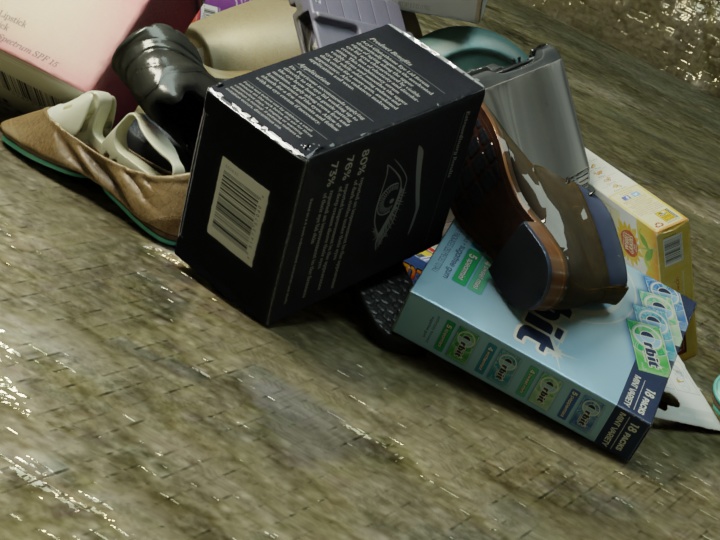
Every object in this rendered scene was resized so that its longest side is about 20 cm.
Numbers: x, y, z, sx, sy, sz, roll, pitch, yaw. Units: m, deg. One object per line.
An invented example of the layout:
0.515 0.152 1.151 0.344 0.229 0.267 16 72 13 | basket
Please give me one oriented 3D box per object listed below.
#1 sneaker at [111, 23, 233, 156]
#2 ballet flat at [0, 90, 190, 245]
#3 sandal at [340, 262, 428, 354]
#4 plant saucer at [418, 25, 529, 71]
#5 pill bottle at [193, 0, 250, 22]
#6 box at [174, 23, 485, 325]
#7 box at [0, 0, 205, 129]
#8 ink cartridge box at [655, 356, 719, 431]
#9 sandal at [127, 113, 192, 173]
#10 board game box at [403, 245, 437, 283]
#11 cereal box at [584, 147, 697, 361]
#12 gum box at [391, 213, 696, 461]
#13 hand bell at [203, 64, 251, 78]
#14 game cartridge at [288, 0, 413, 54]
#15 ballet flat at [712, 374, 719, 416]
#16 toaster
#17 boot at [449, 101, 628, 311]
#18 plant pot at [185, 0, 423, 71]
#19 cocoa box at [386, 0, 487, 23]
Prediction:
-0.109 -0.114 1.534 0.199 0.076 0.091 22 32 -41 | sneaker
-0.191 -0.093 1.496 0.199 0.073 0.068 32 19 29 | ballet flat
0.000 0.000 1.510 0.075 0.045 0.201 5 41 -27 | sandal
0.102 -0.122 1.779 0.199 0.202 0.027 15 -5 -27 | plant saucer
-0.143 -0.239 1.967 0.199 0.113 0.112 8 21 -43 | pill bottle
-0.021 -0.073 1.423 0.104 0.149 0.199 36 39 27 | box
-0.217 -0.222 1.607 0.127 0.201 0.109 25 -20 11 | box
0.191 0.058 1.592 0.162 0.050 0.201 14 39 -44 | ink cartridge box
-0.114 -0.058 1.568 0.199 0.043 0.076 35 24 6 | sandal
0.028 -0.028 1.659 0.199 0.035 0.135 32 18 25 | board game box
0.223 -0.021 1.730 0.039 0.145 0.200 -23 36 -18 | cereal box
0.143 0.035 1.477 0.199 0.045 0.170 28 37 4 | gum box
-0.063 -0.152 1.689 0.199 0.105 0.104 -14 34 -30 | hand bell
0.011 -0.146 1.673 0.129 0.038 0.202 2 67 -44 | game cartridge
0.375 0.133 1.566 0.199 0.068 0.071 13 -31 35 | ballet flat
0.116 -0.109 1.658 0.113 0.130 0.200 -12 9 39 | toaster
0.130 -0.048 1.485 0.096 0.075 0.201 7 49 -37 | boot
-0.072 -0.179 1.794 0.199 0.189 0.187 -4 28 -34 | plant pot
0.030 -0.323 1.771 0.198 0.132 0.134 10 31 5 | cocoa box
